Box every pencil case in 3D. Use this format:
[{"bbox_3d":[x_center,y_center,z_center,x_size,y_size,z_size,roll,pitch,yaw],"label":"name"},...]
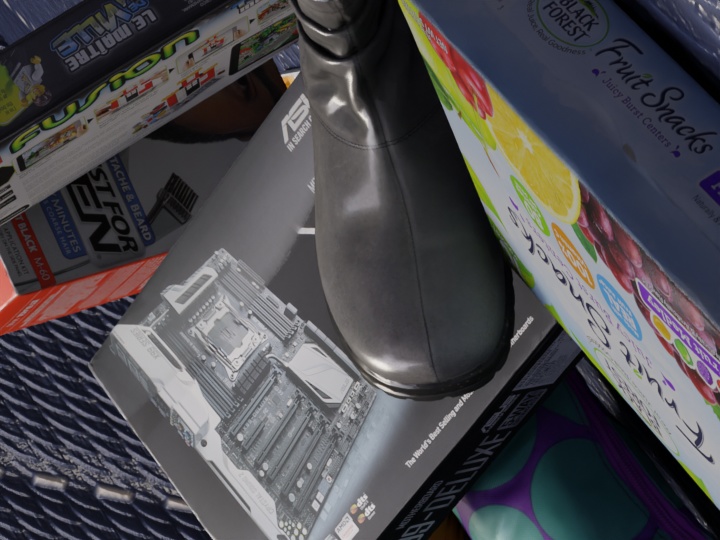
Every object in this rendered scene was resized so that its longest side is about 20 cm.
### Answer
[{"bbox_3d":[0.088,0.091,1.168,0.085,0.092,0.200,-10,-123,-50],"label":"pencil case"}]

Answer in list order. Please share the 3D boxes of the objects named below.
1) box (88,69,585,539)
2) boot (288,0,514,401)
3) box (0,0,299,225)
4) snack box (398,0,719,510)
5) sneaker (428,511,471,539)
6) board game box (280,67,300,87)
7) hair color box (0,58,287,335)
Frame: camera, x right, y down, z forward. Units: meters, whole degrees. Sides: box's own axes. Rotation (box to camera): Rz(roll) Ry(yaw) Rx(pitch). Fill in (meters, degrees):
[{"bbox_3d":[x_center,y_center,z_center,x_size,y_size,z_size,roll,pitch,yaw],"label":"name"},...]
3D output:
[{"bbox_3d":[-0.007,0.027,1.135,0.050,0.200,0.158,-7,-127,-52],"label":"box"},{"bbox_3d":[0.000,-0.064,0.958,0.132,0.070,0.200,68,-172,-58],"label":"boot"},{"bbox_3d":[-0.100,-0.090,1.207,0.035,0.200,0.110,56,172,11],"label":"box"},{"bbox_3d":[0.093,-0.005,0.850,0.200,0.053,0.142,52,172,44],"label":"snack box"},{"bbox_3d":[0.054,0.130,1.276,0.076,0.092,0.200,53,-154,18],"label":"sneaker"},{"bbox_3d":[0.014,-0.015,1.458,0.200,0.026,0.200,59,173,-7],"label":"board game box"},{"bbox_3d":[-0.119,-0.048,1.335,0.064,0.200,0.111,-37,76,47],"label":"hair color box"}]
